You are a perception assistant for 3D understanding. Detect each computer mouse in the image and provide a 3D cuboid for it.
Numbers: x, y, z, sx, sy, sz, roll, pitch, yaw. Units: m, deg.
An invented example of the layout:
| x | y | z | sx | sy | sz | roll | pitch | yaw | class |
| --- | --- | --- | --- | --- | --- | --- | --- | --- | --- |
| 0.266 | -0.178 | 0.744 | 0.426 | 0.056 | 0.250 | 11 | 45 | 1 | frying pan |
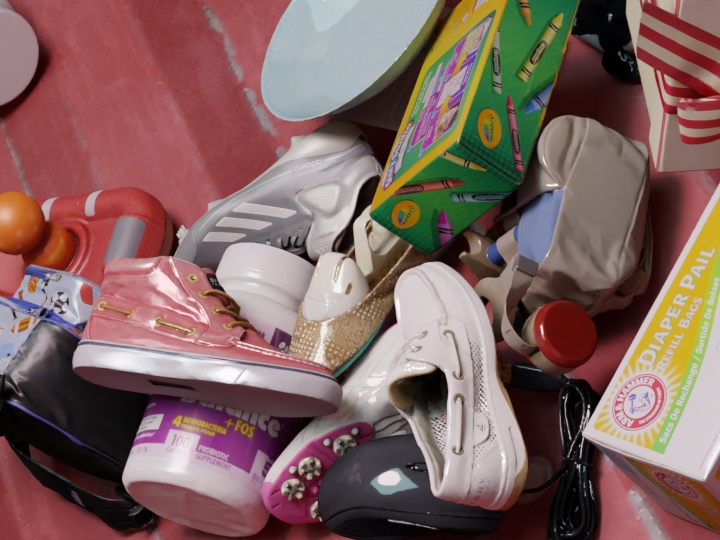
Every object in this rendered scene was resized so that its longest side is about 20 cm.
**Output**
| x | y | z | sx | sy | sz | roll | pitch | yaw | class |
| --- | --- | --- | --- | --- | --- | --- | --- | --- | --- |
| 0.067 | 0.117 | 1.542 | 0.200 | 0.046 | 0.141 | 2 | 59 | 21 | computer mouse |

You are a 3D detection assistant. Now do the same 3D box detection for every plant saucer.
| x | y | z | sx | sy | sz | roll | pitch | yaw | class |
| --- | --- | --- | --- | --- | --- | --- | --- | --- | --- |
| 0.007 | -0.189 | 1.758 | 0.201 | 0.039 | 0.201 | -34 | 35 | 28 | plant saucer |

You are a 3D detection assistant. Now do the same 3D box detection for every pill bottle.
| x | y | z | sx | sy | sz | roll | pitch | yaw | class |
| --- | --- | --- | --- | --- | --- | --- | --- | --- | --- |
| -0.391 | -0.228 | 2.146 | 0.113 | 0.113 | 0.200 | -53 | 42 | -5 | pill bottle |
| -0.093 | 0.085 | 1.680 | 0.112 | 0.112 | 0.200 | -1 | 60 | 38 | pill bottle |

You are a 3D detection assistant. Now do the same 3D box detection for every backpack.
| x | y | z | sx | sy | sz | roll | pitch | yaw | class |
| --- | --- | --- | --- | --- | --- | --- | --- | --- | --- |
| -0.234 | 0.082 | 1.750 | 0.190 | 0.200 | 0.154 | 6 | 60 | 49 | backpack |

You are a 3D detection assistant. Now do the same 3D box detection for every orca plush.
| x | y | z | sx | sy | sz | roll | pitch | yaw | class |
| --- | --- | --- | --- | --- | --- | --- | --- | --- | --- |
| 0.213 | -0.193 | 1.662 | 0.105 | 0.071 | 0.200 | -51 | 43 | -3 | orca plush |

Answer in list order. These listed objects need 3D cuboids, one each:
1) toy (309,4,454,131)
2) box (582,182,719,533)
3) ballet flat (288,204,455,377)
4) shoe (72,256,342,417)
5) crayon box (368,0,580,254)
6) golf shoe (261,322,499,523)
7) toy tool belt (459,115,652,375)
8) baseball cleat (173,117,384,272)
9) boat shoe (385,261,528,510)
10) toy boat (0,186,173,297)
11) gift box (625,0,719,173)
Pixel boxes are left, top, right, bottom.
| x | y | z | sx | sy | sz | roll | pitch | yaw | class |
| --- | --- | --- | --- | --- | --- | --- | --- | --- | --- |
| 0.051 | -0.149 | 1.781 | 0.200 | 0.047 | 0.115 | 13 | 65 | 38 | toy |
| 0.246 | 0.057 | 1.427 | 0.101 | 0.112 | 0.200 | 19 | 74 | 45 | box |
| 0.000 | 0.000 | 1.652 | 0.070 | 0.065 | 0.200 | 2 | 40 | 38 | ballet flat |
| -0.101 | 0.043 | 1.598 | 0.200 | 0.071 | 0.091 | 7 | 71 | 19 | shoe |
| 0.083 | -0.122 | 1.615 | 0.119 | 0.058 | 0.200 | -39 | 25 | 50 | crayon box |
| 0.009 | 0.101 | 1.627 | 0.200 | 0.075 | 0.092 | -39 | 32 | 2 | golf shoe |
| 0.132 | -0.001 | 1.577 | 0.123 | 0.125 | 0.200 | -42 | 28 | 56 | toy tool belt |
| -0.064 | -0.029 | 1.772 | 0.200 | 0.070 | 0.107 | -43 | 59 | 21 | baseball cleat |
| 0.050 | 0.069 | 1.502 | 0.071 | 0.069 | 0.200 | -64 | 33 | 38 | boat shoe |
| -0.262 | -0.019 | 1.878 | 0.200 | 0.131 | 0.131 | -7 | 56 | 36 | toy boat |
| 0.261 | -0.180 | 1.484 | 0.184 | 0.200 | 0.187 | -7 | 50 | 1 | gift box |
